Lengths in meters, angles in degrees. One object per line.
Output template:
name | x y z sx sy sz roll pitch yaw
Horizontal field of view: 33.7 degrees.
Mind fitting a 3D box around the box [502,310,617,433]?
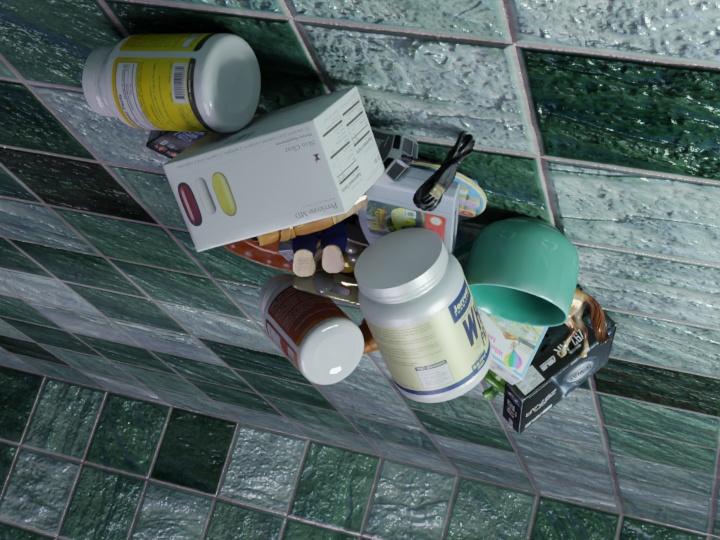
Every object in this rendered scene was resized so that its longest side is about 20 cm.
box | 0.315 0.161 1.900 0.044 0.199 0.161 48 166 24

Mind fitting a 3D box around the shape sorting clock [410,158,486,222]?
shape sorting clock | 0.070 -0.105 1.594 0.198 0.040 0.200 16 162 5

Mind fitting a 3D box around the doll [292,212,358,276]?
doll | -0.061 -0.066 1.637 0.135 0.201 0.049 -7 122 5

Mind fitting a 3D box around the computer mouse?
computer mouse | 0.036 -0.136 1.459 0.199 0.110 0.044 17 159 30

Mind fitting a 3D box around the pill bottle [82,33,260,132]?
pill bottle | -0.225 -0.221 1.397 0.198 0.113 0.112 7 160 31

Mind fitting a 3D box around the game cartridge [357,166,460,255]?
game cartridge | 0.063 -0.074 1.574 0.132 0.041 0.200 17 156 10

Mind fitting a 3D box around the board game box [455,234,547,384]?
board game box | 0.176 0.053 1.727 0.199 0.135 0.034 36 153 -7

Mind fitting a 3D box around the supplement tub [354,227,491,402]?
supplement tub | 0.082 0.059 1.577 0.144 0.145 0.201 4 133 35

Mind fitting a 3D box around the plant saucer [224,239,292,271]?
plant saucer | -0.151 -0.051 1.968 0.198 0.033 0.201 14 162 5

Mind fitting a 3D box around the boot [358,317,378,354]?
boot | 0.057 0.086 1.808 0.154 0.200 0.077 -23 108 19

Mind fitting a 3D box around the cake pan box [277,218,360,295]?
cake pan box | -0.008 -0.019 1.858 0.182 0.053 0.200 -5 153 22

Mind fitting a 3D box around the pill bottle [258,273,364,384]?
pill bottle | -0.084 0.084 1.862 0.112 0.113 0.200 31 -172 -38

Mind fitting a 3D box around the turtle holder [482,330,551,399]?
turtle holder | 0.260 0.141 1.985 0.185 0.132 0.141 28 -157 -36

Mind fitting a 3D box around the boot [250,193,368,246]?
boot | -0.090 -0.090 1.554 0.154 0.074 0.200 -23 -165 -12

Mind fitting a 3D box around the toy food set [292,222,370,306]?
toy food set | 0.000 0.000 1.760 0.142 0.061 0.200 16 154 -20

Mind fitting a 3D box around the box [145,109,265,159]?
box | -0.180 -0.173 1.611 0.159 0.045 0.199 27 160 -27

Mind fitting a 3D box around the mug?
mug | 0.208 -0.009 1.633 0.183 0.115 0.152 17 163 1

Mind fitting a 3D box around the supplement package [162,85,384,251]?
supplement package | -0.097 -0.118 1.380 0.198 0.156 0.112 -14 107 23

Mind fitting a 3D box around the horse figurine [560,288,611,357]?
horse figurine | 0.284 0.064 1.808 0.198 0.134 0.050 4 -176 15
